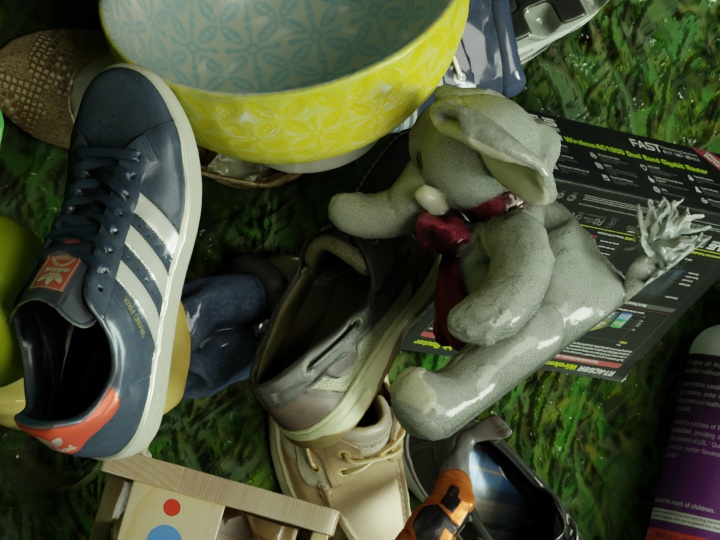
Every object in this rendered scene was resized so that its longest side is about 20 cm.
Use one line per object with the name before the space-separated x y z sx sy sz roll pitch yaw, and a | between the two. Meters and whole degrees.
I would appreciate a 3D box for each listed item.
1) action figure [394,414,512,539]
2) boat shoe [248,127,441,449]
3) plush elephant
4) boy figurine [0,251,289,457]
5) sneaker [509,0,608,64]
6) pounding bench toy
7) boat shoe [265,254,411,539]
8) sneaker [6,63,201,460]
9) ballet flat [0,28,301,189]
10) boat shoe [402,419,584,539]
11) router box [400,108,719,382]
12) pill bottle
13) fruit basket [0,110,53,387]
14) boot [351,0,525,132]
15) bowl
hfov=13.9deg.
action figure | 0.033 0.204 1.672 0.193 0.105 0.200 -38 129 -26
boat shoe | 0.000 0.000 1.633 0.065 0.073 0.200 47 58 -46
plush elephant | 0.060 -0.021 1.550 0.200 0.165 0.155 -37 86 6
boy figurine | -0.132 0.052 1.627 0.200 0.064 0.124 -16 121 -31
sneaker | 0.053 -0.136 1.744 0.200 0.089 0.074 -17 78 -10
pounding bench toy | -0.094 0.189 1.592 0.124 0.200 0.156 16 85 -1
boat shoe | -0.011 0.088 1.715 0.074 0.069 0.200 -31 111 -29
sneaker | -0.133 -0.006 1.466 0.084 0.075 0.200 8 83 -57
ballet flat | -0.107 -0.089 1.632 0.200 0.065 0.071 11 90 -35
boat shoe | 0.098 0.154 1.802 0.070 0.066 0.200 -50 119 -22
router box | 0.120 -0.012 1.746 0.200 0.062 0.150 11 131 -41
pill bottle | 0.253 0.110 1.882 0.112 0.112 0.200 17 84 -36
fruit basket | -0.236 0.005 1.506 0.216 0.155 0.216 -24 119 -56
boot | 0.025 -0.180 1.681 0.090 0.073 0.200 -14 83 -13
bowl | -0.032 -0.118 1.579 0.200 0.200 0.108 -40 139 -27
